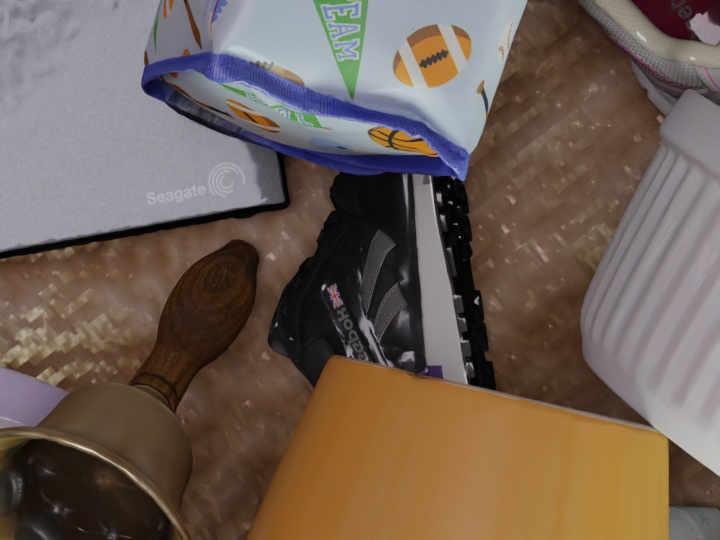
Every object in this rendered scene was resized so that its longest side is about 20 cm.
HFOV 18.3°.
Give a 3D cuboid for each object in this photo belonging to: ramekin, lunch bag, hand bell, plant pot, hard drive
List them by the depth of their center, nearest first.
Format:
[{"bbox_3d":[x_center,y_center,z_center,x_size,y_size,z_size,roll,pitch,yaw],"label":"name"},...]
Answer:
[{"bbox_3d":[0.029,0.132,0.791,0.199,0.200,0.184,13,88,6],"label":"plant pot"},{"bbox_3d":[-0.003,-0.126,0.811,0.124,0.200,0.171,22,86,-18],"label":"lunch bag"},{"bbox_3d":[0.175,0.031,0.815,0.200,0.200,0.105,33,99,6],"label":"ramekin"},{"bbox_3d":[-0.076,0.045,0.847,0.104,0.200,0.104,10,125,14],"label":"hand bell"},{"bbox_3d":[-0.113,-0.112,0.927,0.139,0.033,0.201,-10,87,5],"label":"hard drive"}]

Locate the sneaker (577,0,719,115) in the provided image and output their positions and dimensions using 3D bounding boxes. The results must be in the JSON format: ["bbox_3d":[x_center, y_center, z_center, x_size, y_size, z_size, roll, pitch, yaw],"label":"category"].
[{"bbox_3d":[0.102,-0.147,0.879,0.081,0.088,0.200,-41,85,3],"label":"sneaker"}]

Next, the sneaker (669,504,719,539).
[{"bbox_3d":[0.144,0.187,0.871,0.088,0.075,0.201,-11,81,-30],"label":"sneaker"}]

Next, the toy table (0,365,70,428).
[{"bbox_3d":[-0.209,0.091,0.869,0.199,0.184,0.118,8,72,11],"label":"toy table"}]

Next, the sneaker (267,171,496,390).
[{"bbox_3d":[0.000,0.000,0.894,0.087,0.076,0.201,-8,87,10],"label":"sneaker"}]
